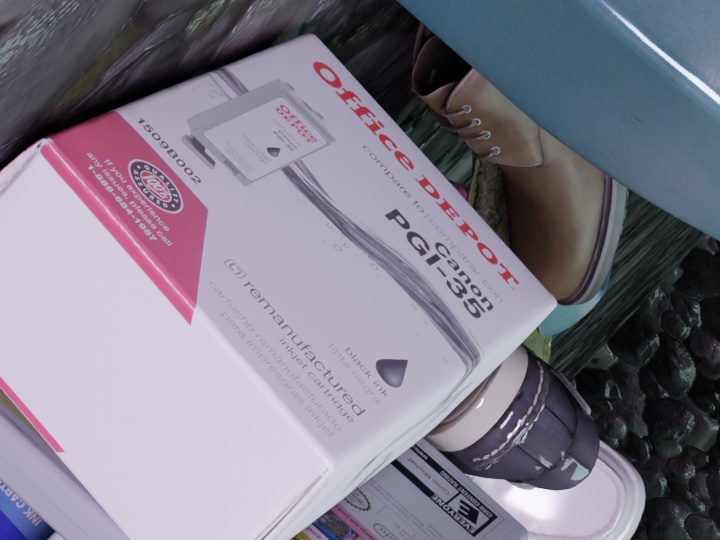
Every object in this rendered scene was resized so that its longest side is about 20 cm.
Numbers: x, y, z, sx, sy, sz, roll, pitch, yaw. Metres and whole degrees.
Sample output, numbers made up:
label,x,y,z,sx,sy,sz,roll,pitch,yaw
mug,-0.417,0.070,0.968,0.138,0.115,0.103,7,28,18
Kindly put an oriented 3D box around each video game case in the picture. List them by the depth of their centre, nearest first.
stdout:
label,x,y,z,sx,sy,sz,roll,pitch,yaw
video game case,-0.052,0.065,1.011,0.022,0.200,0.182,-54,168,28

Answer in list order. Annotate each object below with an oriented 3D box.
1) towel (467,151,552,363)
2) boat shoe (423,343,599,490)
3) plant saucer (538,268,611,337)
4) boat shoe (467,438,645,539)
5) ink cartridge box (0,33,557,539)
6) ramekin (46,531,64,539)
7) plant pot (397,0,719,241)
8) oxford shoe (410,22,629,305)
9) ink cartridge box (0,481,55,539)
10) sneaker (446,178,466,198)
label,x,y,z,sx,sy,sz,roll,pitch,yaw
towel,0.074,-0.044,1.305,0.148,0.036,0.200,46,50,-77
boat shoe,0.044,0.057,1.162,0.073,0.063,0.200,-56,-167,-4
plant saucer,0.103,-0.069,1.279,0.200,0.027,0.201,4,90,-81
boat shoe,0.032,0.083,1.295,0.069,0.200,0.071,44,64,-77
ink cartridge box,-0.037,0.008,0.985,0.083,0.147,0.200,-45,173,29
ramekin,-0.075,0.142,1.137,0.202,0.094,0.202,-42,172,-7
plant pot,0.118,-0.108,0.972,0.141,0.200,0.141,-43,172,-13
oxford shoe,0.056,-0.069,1.123,0.084,0.073,0.200,-22,121,-21
ink cartridge box,-0.122,0.073,1.162,0.200,0.076,0.136,-41,171,-12
sneaker,0.000,0.000,1.197,0.200,0.079,0.096,-92,-159,-80
